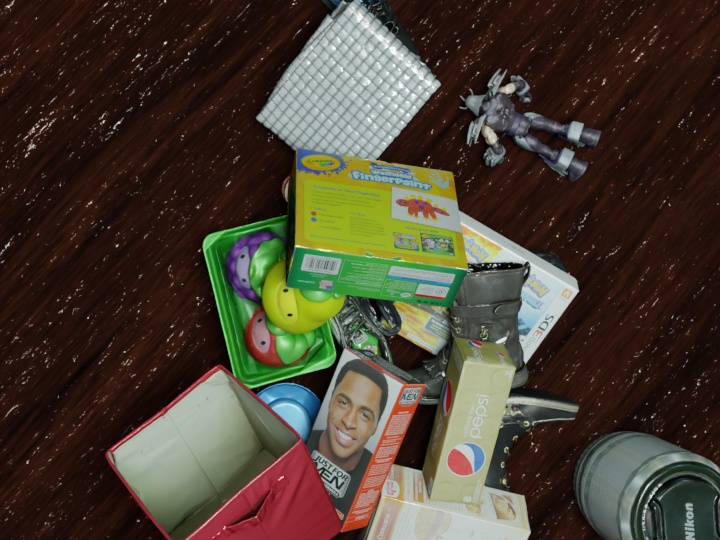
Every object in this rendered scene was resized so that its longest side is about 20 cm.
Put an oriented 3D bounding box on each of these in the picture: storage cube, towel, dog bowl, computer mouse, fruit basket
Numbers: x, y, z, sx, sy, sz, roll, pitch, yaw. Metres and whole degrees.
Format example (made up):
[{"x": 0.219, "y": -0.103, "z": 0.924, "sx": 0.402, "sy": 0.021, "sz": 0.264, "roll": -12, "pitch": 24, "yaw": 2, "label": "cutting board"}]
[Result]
[{"x": -0.152, "y": 0.256, "z": 0.997, "sx": 0.171, "sy": 0.199, "sz": 0.181, "roll": -38, "pitch": 134, "yaw": -21, "label": "storage cube"}, {"x": -0.015, "y": -0.229, "z": 1.136, "sx": 0.165, "sy": 0.086, "sz": 0.200, "roll": 40, "pitch": 107, "yaw": -6, "label": "towel"}, {"x": -0.095, "y": 0.249, "z": 1.170, "sx": 0.110, "sy": 0.050, "sz": 0.202, "roll": -11, "pitch": 92, "yaw": -8, "label": "dog bowl"}, {"x": 0.000, "y": 0.000, "z": 1.158, "sx": 0.058, "sy": 0.034, "sz": 0.201, "roll": -9, "pitch": 65, "yaw": -33, "label": "computer mouse"}, {"x": -0.103, "y": 0.037, "z": 1.089, "sx": 0.154, "sy": 0.216, "sz": 0.218, "roll": -14, "pitch": 93, "yaw": -8, "label": "fruit basket"}]

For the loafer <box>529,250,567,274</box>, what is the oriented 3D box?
[{"x": 0.184, "y": 0.021, "z": 1.201, "sx": 0.198, "sy": 0.072, "sz": 0.073, "roll": -11, "pitch": 113, "yaw": 9, "label": "loafer"}]

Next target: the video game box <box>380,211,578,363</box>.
[{"x": 0.155, "y": 0.042, "z": 1.149, "sx": 0.199, "sy": 0.047, "sz": 0.183, "roll": 29, "pitch": 111, "yaw": -5, "label": "video game box"}]

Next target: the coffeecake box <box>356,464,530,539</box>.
[{"x": 0.103, "y": 0.356, "z": 1.154, "sx": 0.198, "sy": 0.073, "sz": 0.155, "roll": 14, "pitch": 116, "yaw": -5, "label": "coffeecake box"}]

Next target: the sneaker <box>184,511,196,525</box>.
[{"x": -0.224, "y": 0.299, "z": 1.134, "sx": 0.077, "sy": 0.082, "sz": 0.200, "roll": -42, "pitch": 97, "yaw": -6, "label": "sneaker"}]

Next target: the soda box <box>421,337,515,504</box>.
[{"x": 0.133, "y": 0.189, "z": 1.086, "sx": 0.067, "sy": 0.064, "sz": 0.202, "roll": 8, "pitch": 112, "yaw": -9, "label": "soda box"}]

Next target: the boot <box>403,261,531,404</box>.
[{"x": 0.124, "y": 0.072, "z": 1.110, "sx": 0.198, "sy": 0.069, "sz": 0.176, "roll": -10, "pitch": 112, "yaw": 1, "label": "boot"}]

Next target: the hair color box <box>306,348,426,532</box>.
[{"x": -0.006, "y": 0.209, "z": 1.086, "sx": 0.101, "sy": 0.061, "sz": 0.202, "roll": 27, "pitch": 99, "yaw": 34, "label": "hair color box"}]

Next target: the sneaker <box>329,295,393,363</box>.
[{"x": -0.006, "y": 0.069, "z": 1.162, "sx": 0.078, "sy": 0.085, "sz": 0.201, "roll": -31, "pitch": 95, "yaw": -7, "label": "sneaker"}]

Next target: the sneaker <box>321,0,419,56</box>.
[{"x": 0.009, "y": -0.336, "z": 1.159, "sx": 0.073, "sy": 0.082, "sz": 0.200, "roll": -43, "pitch": 98, "yaw": -8, "label": "sneaker"}]

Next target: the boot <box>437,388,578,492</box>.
[{"x": 0.200, "y": 0.242, "z": 1.203, "sx": 0.198, "sy": 0.073, "sz": 0.152, "roll": 2, "pitch": 92, "yaw": -10, "label": "boot"}]

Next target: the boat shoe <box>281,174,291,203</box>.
[{"x": -0.011, "y": -0.071, "z": 1.134, "sx": 0.199, "sy": 0.063, "sz": 0.072, "roll": 26, "pitch": 96, "yaw": -12, "label": "boat shoe"}]

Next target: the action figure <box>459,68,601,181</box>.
[{"x": 0.226, "y": -0.196, "z": 1.205, "sx": 0.199, "sy": 0.069, "sz": 0.131, "roll": 24, "pitch": 94, "yaw": -5, "label": "action figure"}]

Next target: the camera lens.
[{"x": 0.391, "y": 0.308, "z": 1.169, "sx": 0.158, "sy": 0.200, "sz": 0.162, "roll": 0, "pitch": 91, "yaw": -9, "label": "camera lens"}]

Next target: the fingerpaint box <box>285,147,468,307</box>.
[{"x": 0.014, "y": -0.051, "z": 1.023, "sx": 0.198, "sy": 0.074, "sz": 0.168, "roll": 7, "pitch": 47, "yaw": -12, "label": "fingerpaint box"}]
